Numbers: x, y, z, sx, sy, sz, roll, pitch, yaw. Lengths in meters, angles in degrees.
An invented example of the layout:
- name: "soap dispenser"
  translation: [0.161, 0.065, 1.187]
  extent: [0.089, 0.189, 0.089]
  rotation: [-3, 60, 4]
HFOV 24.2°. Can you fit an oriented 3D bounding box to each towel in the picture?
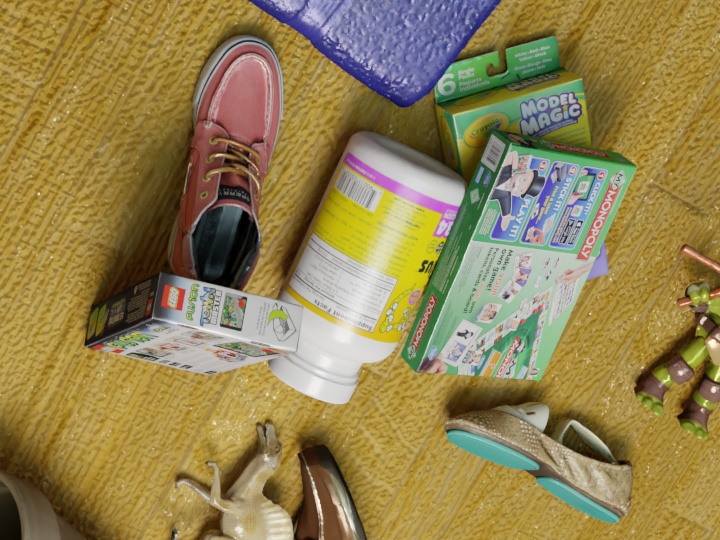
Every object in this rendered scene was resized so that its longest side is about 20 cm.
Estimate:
- name: "towel"
  translation: [0.004, -0.231, 1.270]
  extent: [0.199, 0.050, 0.148]
  rotation: [34, 104, -25]

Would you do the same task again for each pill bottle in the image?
- name: "pill bottle"
  translation: [0.000, 0.000, 1.319]
  extent: [0.104, 0.104, 0.201]
  rotation: [21, 103, -22]

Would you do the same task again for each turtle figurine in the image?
- name: "turtle figurine"
  translation: [0.307, 0.058, 1.454]
  extent: [0.199, 0.064, 0.162]
  rotation: [27, 108, -32]

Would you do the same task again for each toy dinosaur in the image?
- name: "toy dinosaur"
  translation: [-0.106, 0.228, 1.386]
  extent: [0.100, 0.058, 0.202]
  rotation: [4, 100, -7]

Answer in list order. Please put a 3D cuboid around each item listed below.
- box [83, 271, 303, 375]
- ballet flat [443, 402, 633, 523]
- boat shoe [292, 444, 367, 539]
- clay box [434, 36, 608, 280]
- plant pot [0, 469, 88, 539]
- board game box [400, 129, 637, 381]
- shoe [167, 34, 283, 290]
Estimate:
- name: "box"
  translation: [-0.128, 0.043, 1.247]
  extent: [0.109, 0.200, 0.035]
  rotation: [15, 77, -21]
- name: "ballet flat"
  translation: [0.158, 0.152, 1.454]
  extent: [0.199, 0.070, 0.066]
  rotation: [31, 71, -27]
- name: "boat shoe"
  translation: [-0.030, 0.247, 1.418]
  extent: [0.073, 0.076, 0.201]
  rotation: [-15, 112, -7]
- name: "clay box"
  translation: [0.130, -0.078, 1.360]
  extent: [0.114, 0.048, 0.201]
  rotation: [-17, 115, -11]
- name: "plant pot"
  translation: [-0.263, 0.273, 1.310]
  extent: [0.173, 0.200, 0.200]
  rotation: [33, 98, -42]
- name: "board game box"
  translation: [0.124, -0.007, 1.323]
  extent: [0.134, 0.029, 0.201]
  rotation: [6, 115, -37]
- name: "shoe"
  translation: [-0.095, -0.074, 1.267]
  extent: [0.071, 0.091, 0.201]
  rotation: [11, 102, -19]
